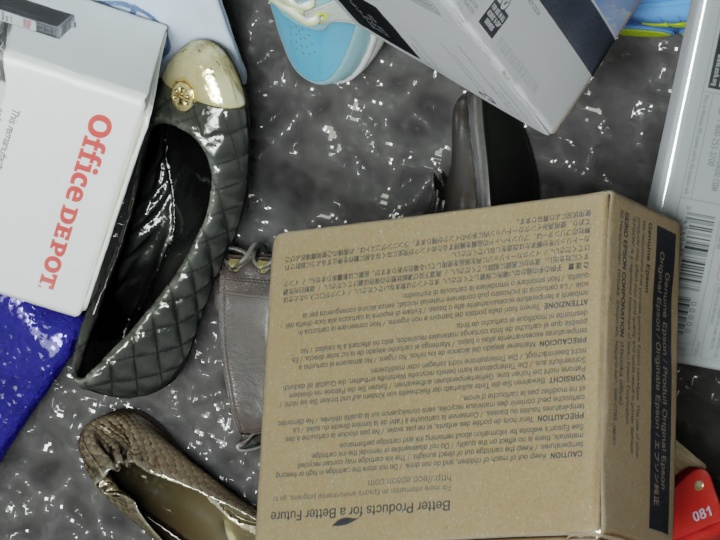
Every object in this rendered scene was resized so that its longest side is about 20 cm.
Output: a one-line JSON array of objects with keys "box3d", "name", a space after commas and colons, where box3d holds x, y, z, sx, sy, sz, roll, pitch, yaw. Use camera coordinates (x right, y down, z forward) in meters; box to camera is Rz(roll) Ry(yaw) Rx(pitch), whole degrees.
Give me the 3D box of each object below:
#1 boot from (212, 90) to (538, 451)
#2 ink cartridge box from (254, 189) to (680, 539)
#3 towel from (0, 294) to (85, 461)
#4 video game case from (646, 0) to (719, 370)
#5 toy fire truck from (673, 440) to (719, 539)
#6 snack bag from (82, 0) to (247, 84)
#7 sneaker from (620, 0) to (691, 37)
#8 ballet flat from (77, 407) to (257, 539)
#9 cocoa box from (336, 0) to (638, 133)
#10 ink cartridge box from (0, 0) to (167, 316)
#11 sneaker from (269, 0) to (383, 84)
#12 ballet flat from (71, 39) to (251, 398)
[{"box3d": [0.000, 0.000, 1.561, 0.173, 0.069, 0.201, 3, 94, 24], "name": "boot"}, {"box3d": [0.051, 0.058, 1.433, 0.199, 0.075, 0.166, -6, 75, 35], "name": "ink cartridge box"}, {"box3d": [-0.254, 0.020, 1.652, 0.200, 0.050, 0.148, 40, 112, 8], "name": "towel"}, {"box3d": [0.232, -0.043, 1.456, 0.181, 0.023, 0.201, 10, 98, -11], "name": "video game case"}, {"box3d": [0.141, 0.096, 1.485, 0.199, 0.049, 0.142, -20, 95, -18], "name": "toy fire truck"}, {"box3d": [-0.163, -0.170, 1.534, 0.187, 0.021, 0.200, 7, 145, 17], "name": "snack bag"}, {"box3d": [0.119, -0.161, 1.498, 0.198, 0.071, 0.083, 4, 81, 18], "name": "sneaker"}, {"box3d": [-0.073, 0.146, 1.618, 0.200, 0.046, 0.068, 39, 109, 7], "name": "ballet flat"}, {"box3d": [0.047, -0.176, 1.370, 0.133, 0.200, 0.132, 32, 85, 26], "name": "cocoa box"}, {"box3d": [-0.213, -0.079, 1.545, 0.199, 0.084, 0.145, 18, 124, -5], "name": "ink cartridge box"}, {"box3d": [-0.048, -0.152, 1.478, 0.079, 0.131, 0.201, 22, 138, 28], "name": "sneaker"}, {"box3d": [-0.102, -0.023, 1.566, 0.066, 0.057, 0.201, 28, 112, 36], "name": "ballet flat"}]
